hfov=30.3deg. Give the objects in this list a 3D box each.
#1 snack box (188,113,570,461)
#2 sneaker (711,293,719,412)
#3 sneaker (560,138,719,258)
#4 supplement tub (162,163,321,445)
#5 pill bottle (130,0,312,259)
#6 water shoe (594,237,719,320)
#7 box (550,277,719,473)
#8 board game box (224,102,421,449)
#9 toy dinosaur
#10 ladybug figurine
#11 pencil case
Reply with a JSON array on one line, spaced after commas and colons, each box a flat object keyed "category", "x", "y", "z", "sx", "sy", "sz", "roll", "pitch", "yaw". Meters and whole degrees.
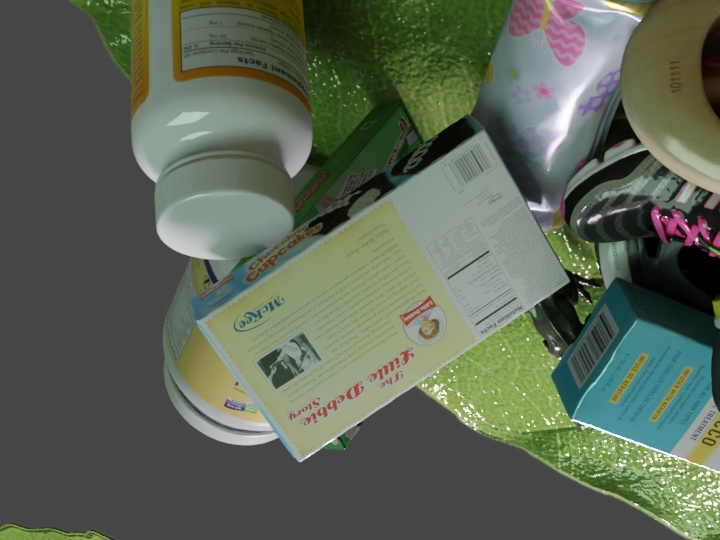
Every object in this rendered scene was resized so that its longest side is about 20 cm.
[{"category": "snack box", "x": 0.013, "y": 0.012, "z": 0.790, "sx": 0.117, "sy": 0.199, "sz": 0.037, "roll": 57, "pitch": 180, "yaw": -25}, {"category": "sneaker", "x": 0.296, "y": 0.065, "z": 0.760, "sx": 0.199, "sy": 0.074, "sz": 0.085, "roll": 13, "pitch": 101, "yaw": 19}, {"category": "sneaker", "x": 0.212, "y": -0.030, "z": 0.760, "sx": 0.198, "sy": 0.088, "sz": 0.074, "roll": -5, "pitch": 152, "yaw": 19}, {"category": "supplement tub", "x": -0.068, "y": 0.031, "z": 1.004, "sx": 0.145, "sy": 0.146, "sz": 0.200, "roll": 34, "pitch": 139, "yaw": 3}, {"category": "pill bottle", "x": -0.087, "y": -0.114, "z": 0.825, "sx": 0.110, "sy": 0.201, "sz": 0.111, "roll": -4, "pitch": 153, "yaw": -2}, {"category": "water shoe", "x": 0.218, "y": 0.038, "z": 0.870, "sx": 0.078, "sy": 0.072, "sz": 0.201, "roll": -11, "pitch": 124, "yaw": 32}, {"category": "box", "x": 0.227, "y": 0.080, "z": 0.841, "sx": 0.199, "sy": 0.049, "sz": 0.083, "roll": 20, "pitch": 115, "yaw": -19}, {"category": "board game box", "x": 0.000, "y": 0.000, "z": 0.886, "sx": 0.029, "sy": 0.200, "sz": 0.135, "roll": -6, "pitch": 124, "yaw": 42}, {"category": "toy dinosaur", "x": 0.119, "y": 0.004, "z": 0.891, "sx": 0.047, "sy": 0.088, "sz": 0.201, "roll": -30, "pitch": 93, "yaw": 22}, {"category": "ladybug figurine", "x": 0.232, "y": -0.094, "z": 0.694, "sx": 0.198, "sy": 0.137, "sz": 0.072, "roll": 0, "pitch": 167, "yaw": 1}, {"category": "pencil case", "x": 0.120, "y": -0.113, "z": 0.788, "sx": 0.090, "sy": 0.083, "sz": 0.201, "roll": 23, "pitch": 138, "yaw": 3}]
